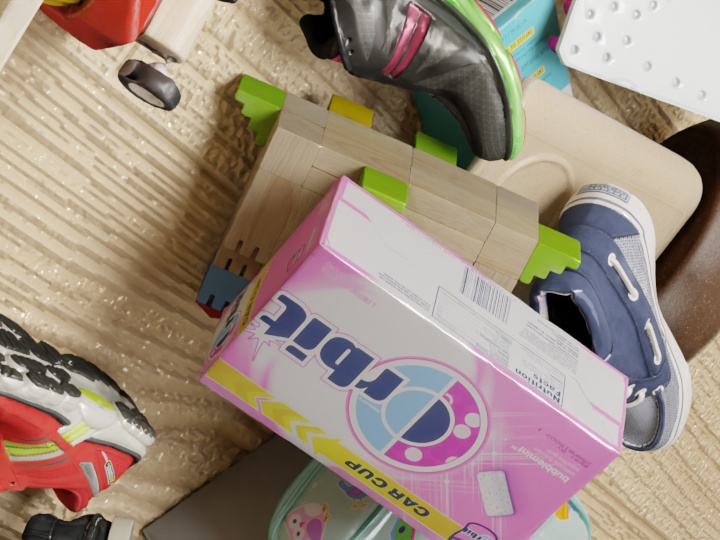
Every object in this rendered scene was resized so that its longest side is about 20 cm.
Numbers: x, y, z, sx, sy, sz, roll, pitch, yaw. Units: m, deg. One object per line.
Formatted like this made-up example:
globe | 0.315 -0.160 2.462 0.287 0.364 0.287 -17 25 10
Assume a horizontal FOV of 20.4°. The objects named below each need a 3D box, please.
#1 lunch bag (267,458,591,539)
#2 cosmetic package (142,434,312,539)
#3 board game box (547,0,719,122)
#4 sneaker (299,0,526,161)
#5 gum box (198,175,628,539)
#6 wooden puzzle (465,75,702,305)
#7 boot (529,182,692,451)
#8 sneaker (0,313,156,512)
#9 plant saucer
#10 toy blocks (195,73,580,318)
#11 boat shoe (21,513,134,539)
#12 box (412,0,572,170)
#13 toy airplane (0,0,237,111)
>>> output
lunch bag | 0.046 0.152 1.178 0.161 0.077 0.200 -52 138 -9
cosmetic package | -0.027 0.158 1.233 0.199 0.090 0.107 -31 136 -23
board game box | 0.223 -0.188 1.159 0.199 0.026 0.201 16 96 -25
sneaker | 0.016 -0.130 1.048 0.084 0.077 0.200 -39 113 4
gum box | 0.033 0.059 1.026 0.114 0.199 0.066 -47 -166 33
wooden puzzle | 0.093 -0.008 1.189 0.185 0.046 0.201 21 107 -45
boot | 0.139 0.053 1.165 0.091 0.072 0.201 -57 140 -39
sneaker | -0.181 0.079 1.017 0.085 0.077 0.200 -50 142 3
plant saucer | 0.197 -0.021 1.277 0.037 0.200 0.201 30 95 -19
toy blocks | 0.000 0.000 1.081 0.199 0.100 0.137 23 116 -7
boat shoe | -0.171 0.193 1.115 0.200 0.066 0.075 112 -10 -57
box | 0.085 -0.082 1.197 0.082 0.049 0.201 -39 140 -18
toy airplane | -0.125 -0.155 0.844 0.200 0.141 0.200 -64 176 32
